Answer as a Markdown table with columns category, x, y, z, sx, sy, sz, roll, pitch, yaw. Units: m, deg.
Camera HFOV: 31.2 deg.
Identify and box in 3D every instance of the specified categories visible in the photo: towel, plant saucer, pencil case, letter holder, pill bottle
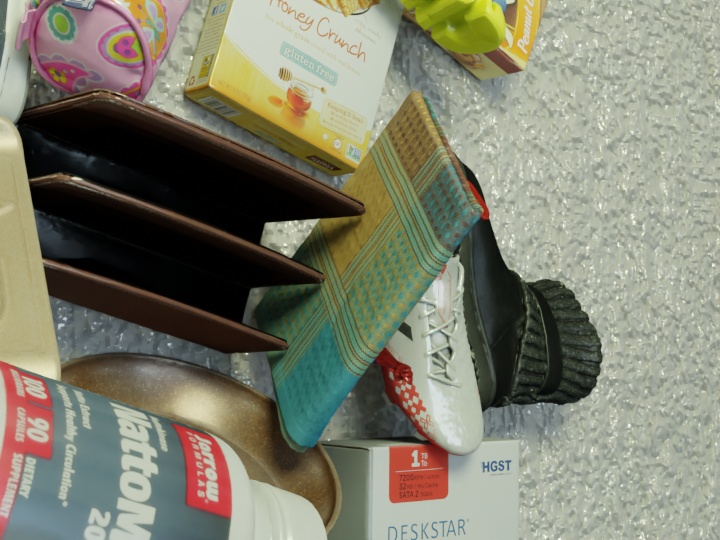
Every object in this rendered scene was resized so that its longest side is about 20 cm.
| category | x | y | z | sx | sy | sz | roll | pitch | yaw |
| --- | --- | --- | --- | --- | --- | --- | --- | --- | --- |
| towel | 0.000 | 0.000 | 0.818 | 0.022 | 0.147 | 0.201 | 23 | 118 | -28 |
| plant saucer | -0.109 | 0.120 | 0.779 | 0.199 | 0.200 | 0.037 | 4 | 118 | -39 |
| pencil case | -0.135 | -0.185 | 0.779 | 0.087 | 0.087 | 0.201 | 46 | 40 | -28 |
| letter holder | -0.112 | -0.023 | 0.791 | 0.199 | 0.141 | 0.102 | 22 | 74 | -37 |
| pill bottle | -0.118 | 0.123 | 0.603 | 0.199 | 0.119 | 0.121 | 24 | 73 | -34 |

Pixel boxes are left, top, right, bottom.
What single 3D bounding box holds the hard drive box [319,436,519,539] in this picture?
| category | x | y | z | sx | sy | sz | roll | pitch | yaw |
| --- | --- | --- | --- | --- | --- | --- | --- | --- | --- |
| hard drive box | 0.038 | 0.225 | 0.943 | 0.154 | 0.076 | 0.203 | 2 | 86 | -40 |

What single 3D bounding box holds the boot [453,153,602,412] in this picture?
| category | x | y | z | sx | sy | sz | roll | pitch | yaw |
| --- | --- | --- | --- | --- | --- | --- | --- | --- | --- |
| boot | 0.109 | 0.008 | 1.012 | 0.156 | 0.079 | 0.214 | -7 | 90 | -41 |

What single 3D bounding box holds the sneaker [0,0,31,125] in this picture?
| category | x | y | z | sx | sy | sz | roll | pitch | yaw |
| --- | --- | --- | --- | --- | --- | --- | --- | --- | --- |
| sneaker | -0.255 | -0.190 | 0.725 | 0.145 | 0.076 | 0.205 | 6 | 85 | -42 |

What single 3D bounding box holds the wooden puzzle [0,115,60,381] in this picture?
| category | x | y | z | sx | sy | sz | roll | pitch | yaw |
| --- | --- | --- | --- | --- | --- | --- | --- | --- | --- |
| wooden puzzle | -0.258 | 0.000 | 0.662 | 0.183 | 0.047 | 0.202 | -1 | 49 | -23 |

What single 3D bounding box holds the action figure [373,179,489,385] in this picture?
| category | x | y | z | sx | sy | sz | roll | pitch | yaw |
| --- | --- | --- | --- | --- | --- | --- | --- | --- | --- |
| action figure | 0.014 | 0.038 | 0.860 | 0.065 | 0.200 | 0.100 | 11 | 43 | -37 |

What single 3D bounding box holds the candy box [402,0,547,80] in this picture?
| category | x | y | z | sx | sy | sz | roll | pitch | yaw |
| --- | --- | --- | --- | --- | --- | --- | --- | --- | --- |
| candy box | 0.108 | -0.272 | 1.041 | 0.115 | 0.055 | 0.202 | 32 | 69 | -32 |

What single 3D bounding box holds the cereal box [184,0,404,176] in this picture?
| category | x | y | z | sx | sy | sz | roll | pitch | yaw |
| --- | --- | --- | --- | --- | --- | --- | --- | --- | --- |
| cereal box | -0.036 | -0.189 | 0.929 | 0.143 | 0.039 | 0.203 | 25 | 72 | -36 |

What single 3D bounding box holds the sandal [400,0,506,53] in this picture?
| category | x | y | z | sx | sy | sz | roll | pitch | yaw |
| --- | --- | --- | --- | --- | --- | --- | --- | --- | --- |
| sandal | 0.036 | -0.244 | 0.916 | 0.199 | 0.079 | 0.088 | 39 | 61 | -30 |

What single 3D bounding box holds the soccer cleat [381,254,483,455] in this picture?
| category | x | y | z | sx | sy | sz | roll | pitch | yaw |
| --- | --- | --- | --- | --- | --- | --- | --- | --- | --- |
| soccer cleat | 0.047 | 0.031 | 0.918 | 0.068 | 0.085 | 0.202 | -4 | 66 | -39 |
